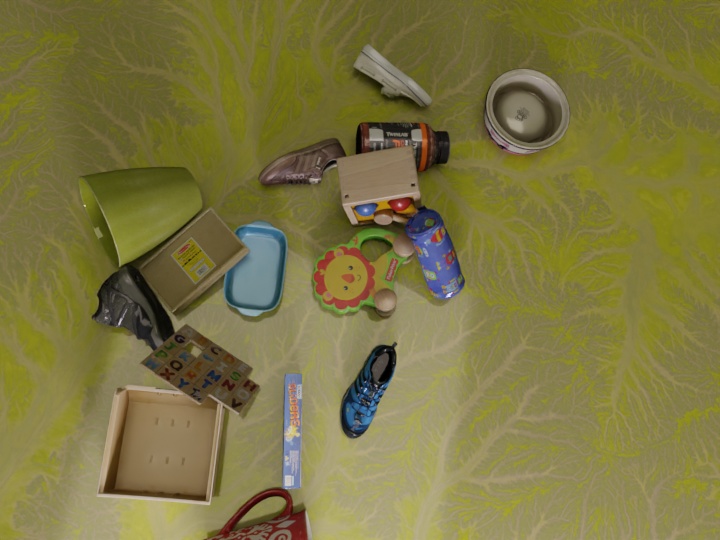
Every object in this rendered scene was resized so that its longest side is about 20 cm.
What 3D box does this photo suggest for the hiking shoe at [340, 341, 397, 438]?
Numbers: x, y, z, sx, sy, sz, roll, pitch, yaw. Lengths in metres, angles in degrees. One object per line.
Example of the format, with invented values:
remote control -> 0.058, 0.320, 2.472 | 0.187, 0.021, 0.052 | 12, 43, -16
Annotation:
hiking shoe -> 0.014, 0.234, 1.304 | 0.074, 0.087, 0.202 | 23, 74, -1

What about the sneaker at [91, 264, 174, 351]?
sneaker -> -0.447, 0.100, 1.294 | 0.114, 0.076, 0.200 | -30, 98, 9

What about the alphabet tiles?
alphabet tiles -> -0.294, 0.193, 1.255 | 0.199, 0.167, 0.008 | 33, 116, 2

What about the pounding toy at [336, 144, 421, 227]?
pounding toy -> 0.062, -0.148, 1.374 | 0.182, 0.200, 0.144 | -9, 76, 6

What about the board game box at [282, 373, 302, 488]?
board game box -> -0.129, 0.303, 1.244 | 0.034, 0.135, 0.202 | 1, 76, -6

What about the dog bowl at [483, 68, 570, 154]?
dog bowl -> 0.372, -0.355, 1.507 | 0.198, 0.074, 0.202 | 2, 76, -7

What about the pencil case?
pencil case -> 0.150, -0.033, 1.344 | 0.086, 0.201, 0.078 | 10, 51, 37

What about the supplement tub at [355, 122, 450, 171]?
supplement tub -> 0.092, -0.269, 1.433 | 0.198, 0.107, 0.108 | -2, 76, -7

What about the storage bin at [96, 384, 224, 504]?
storage bin -> -0.364, 0.322, 1.232 | 0.198, 0.094, 0.201 | 6, 75, -5

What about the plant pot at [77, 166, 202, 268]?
plant pot -> -0.427, -0.129, 1.312 | 0.199, 0.187, 0.188 | -26, 80, -28

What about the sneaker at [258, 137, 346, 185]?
sneaker -> -0.119, -0.217, 1.413 | 0.199, 0.070, 0.076 | -27, 81, -12

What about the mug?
mug -> -0.187, 0.515, 1.208 | 0.198, 0.178, 0.135 | -12, 114, -5

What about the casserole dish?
casserole dish -> -0.216, -0.002, 1.362 | 0.120, 0.039, 0.202 | 7, 74, -5

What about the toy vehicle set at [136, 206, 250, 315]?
toy vehicle set -> -0.339, -0.021, 1.334 | 0.200, 0.027, 0.124 | -41, 74, -7

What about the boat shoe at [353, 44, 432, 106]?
boat shoe -> 0.072, -0.428, 1.500 | 0.200, 0.074, 0.067 | 40, 102, 4

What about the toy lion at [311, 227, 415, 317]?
toy lion -> 0.000, 0.000, 1.381 | 0.190, 0.069, 0.202 | 19, 74, 6
